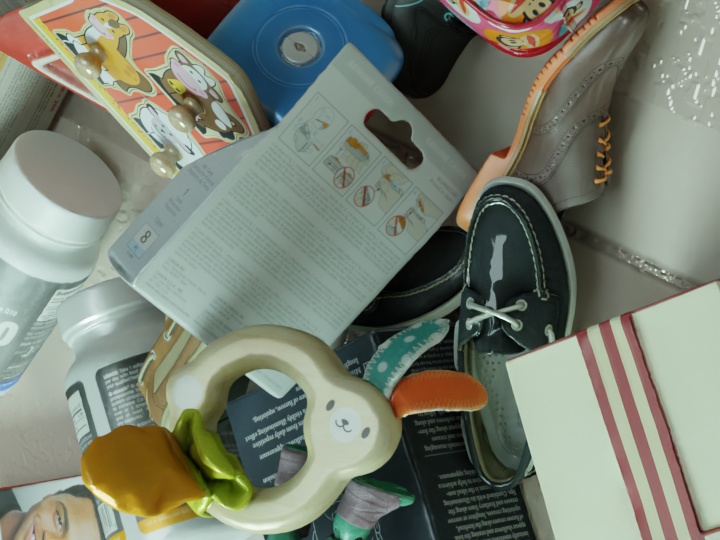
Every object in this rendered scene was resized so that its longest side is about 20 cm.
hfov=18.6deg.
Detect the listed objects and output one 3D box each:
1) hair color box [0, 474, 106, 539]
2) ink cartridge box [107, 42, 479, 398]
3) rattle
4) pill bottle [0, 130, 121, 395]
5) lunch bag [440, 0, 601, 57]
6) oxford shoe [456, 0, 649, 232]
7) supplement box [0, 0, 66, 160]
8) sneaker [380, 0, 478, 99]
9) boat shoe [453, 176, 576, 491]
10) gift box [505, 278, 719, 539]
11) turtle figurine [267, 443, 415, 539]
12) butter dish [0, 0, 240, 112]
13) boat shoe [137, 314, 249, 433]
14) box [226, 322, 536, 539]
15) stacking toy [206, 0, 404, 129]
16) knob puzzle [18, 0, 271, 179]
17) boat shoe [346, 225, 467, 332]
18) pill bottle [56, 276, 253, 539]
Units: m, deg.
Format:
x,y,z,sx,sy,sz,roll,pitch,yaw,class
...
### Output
x,y,z,sx,sy,sz,roll,pitch,yaw,class
-0.237,0.214,1.725,0.199,0.061,0.103,-14,82,40,hair color box
-0.040,-0.035,1.395,0.200,0.160,0.047,-48,42,1,ink cartridge box
-0.044,0.082,1.300,0.198,0.143,0.131,-10,65,25,rattle
-0.272,-0.005,1.710,0.114,0.113,0.200,53,123,25,pill bottle
0.103,-0.249,1.336,0.200,0.082,0.176,-46,73,0,lunch bag
0.138,-0.088,1.391,0.073,0.071,0.201,39,124,13,oxford shoe
-0.316,-0.148,1.673,0.074,0.199,0.127,45,118,25,supplement box
0.076,-0.195,1.425,0.079,0.075,0.201,36,115,31,sneaker
0.095,0.043,1.395,0.075,0.060,0.202,2,111,30,boat shoe
0.195,0.116,1.261,0.184,0.199,0.188,-26,77,44,gift box
-0.040,0.219,1.392,0.149,0.101,0.202,20,94,24,turtle figurine
-0.134,-0.197,1.558,0.198,0.199,0.149,-12,62,40,butter dish
-0.101,0.029,1.496,0.074,0.075,0.201,43,118,26,boat shoe
0.019,0.155,1.471,0.148,0.107,0.202,-26,75,38,box
-0.039,-0.098,1.490,0.116,0.110,0.200,34,158,16,stacking toy
-0.130,-0.111,1.422,0.219,0.220,0.031,23,63,38,knob puzzle
0.000,0.000,1.494,0.199,0.068,0.072,-6,55,40,boat shoe
-0.151,0.110,1.609,0.116,0.116,0.202,-27,74,38,pill bottle
